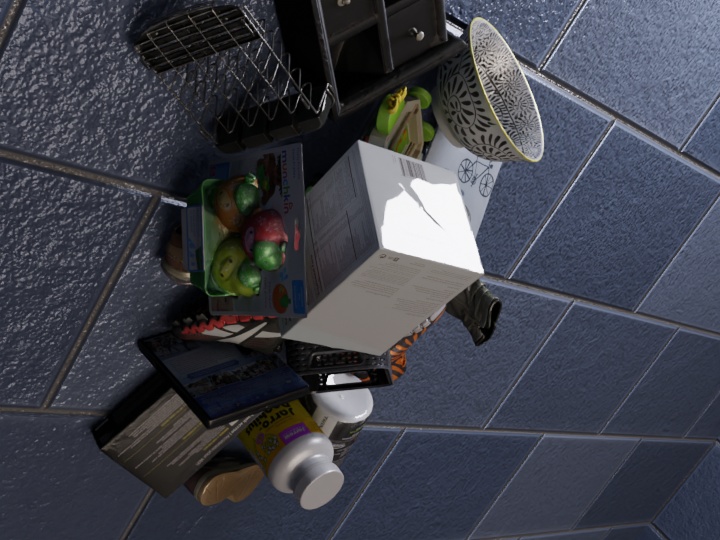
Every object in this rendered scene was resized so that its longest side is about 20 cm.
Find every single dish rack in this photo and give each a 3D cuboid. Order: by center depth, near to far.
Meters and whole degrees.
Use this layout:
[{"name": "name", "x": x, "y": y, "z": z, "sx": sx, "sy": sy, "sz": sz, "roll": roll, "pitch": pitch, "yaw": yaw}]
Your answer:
[{"name": "dish rack", "x": -0.135, "y": -0.208, "z": 1.030, "sx": 0.153, "sy": 0.055, "sz": 0.200, "roll": -13, "pitch": 141, "yaw": 25}]

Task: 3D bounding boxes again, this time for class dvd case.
[{"name": "dvd case", "x": -0.177, "y": 0.123, "z": 1.234, "sx": 0.142, "sy": 0.200, "sz": 0.018, "roll": -16, "pitch": 125, "yaw": -32}]

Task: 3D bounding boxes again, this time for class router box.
[{"name": "router box", "x": -0.246, "y": 0.204, "z": 1.344, "sx": 0.200, "sy": 0.051, "sz": 0.149, "roll": -41, "pitch": 131, "yaw": -4}]

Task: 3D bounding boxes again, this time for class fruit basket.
[{"name": "fruit basket", "x": -0.125, "y": -0.040, "z": 1.078, "sx": 0.094, "sy": 0.200, "sz": 0.186, "roll": -2, "pitch": 91, "yaw": -33}]

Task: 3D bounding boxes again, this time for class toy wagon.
[{"name": "toy wagon", "x": 0.042, "y": -0.158, "z": 1.212, "sx": 0.155, "sy": 0.039, "sz": 0.200, "roll": -62, "pitch": 160, "yaw": -24}]

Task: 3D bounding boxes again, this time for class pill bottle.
[{"name": "pill bottle", "x": -0.108, "y": 0.251, "z": 1.415, "sx": 0.104, "sy": 0.200, "sz": 0.104, "roll": -25, "pitch": 139, "yaw": -24}, {"name": "pill bottle", "x": -0.063, "y": 0.257, "z": 1.529, "sx": 0.106, "sy": 0.106, "sz": 0.200, "roll": -9, "pitch": 139, "yaw": -38}]

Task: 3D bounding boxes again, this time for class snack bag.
[{"name": "snack bag", "x": 0.134, "y": -0.131, "z": 1.386, "sx": 0.188, "sy": 0.021, "sz": 0.200, "roll": 25, "pitch": 84, "yaw": -50}]

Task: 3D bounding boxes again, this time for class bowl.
[{"name": "bowl", "x": 0.153, "y": -0.217, "z": 1.269, "sx": 0.094, "sy": 0.201, "sz": 0.201, "roll": -23, "pitch": 152, "yaw": 28}]

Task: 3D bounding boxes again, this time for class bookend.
[{"name": "bookend", "x": 0.012, "y": -0.306, "z": 1.095, "sx": 0.200, "sy": 0.092, "sz": 0.199, "roll": -31, "pitch": 141, "yaw": -18}]

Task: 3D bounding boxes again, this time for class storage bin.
[{"name": "storage bin", "x": -0.028, "y": 0.110, "z": 1.355, "sx": 0.135, "sy": 0.094, "sz": 0.200, "roll": -6, "pitch": 165, "yaw": 3}]

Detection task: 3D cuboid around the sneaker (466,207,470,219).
[{"name": "sneaker", "x": 0.080, "y": -0.011, "z": 1.315, "sx": 0.201, "sy": 0.076, "sz": 0.115, "roll": -58, "pitch": 174, "yaw": -41}]

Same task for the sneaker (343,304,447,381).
[{"name": "sneaker", "x": 0.062, "y": 0.105, "z": 1.553, "sx": 0.200, "sy": 0.078, "sz": 0.112, "roll": -35, "pitch": 147, "yaw": 5}]

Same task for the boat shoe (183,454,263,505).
[{"name": "boat shoe", "x": -0.211, "y": 0.316, "z": 1.495, "sx": 0.072, "sy": 0.065, "sz": 0.200, "roll": -60, "pitch": 160, "yaw": 6}]

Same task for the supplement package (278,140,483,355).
[{"name": "supplement package", "x": 0.010, "y": -0.020, "z": 1.139, "sx": 0.152, "sy": 0.151, "sz": 0.200, "roll": 13, "pitch": 141, "yaw": -35}]

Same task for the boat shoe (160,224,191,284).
[{"name": "boat shoe", "x": -0.151, "y": -0.036, "z": 1.215, "sx": 0.200, "sy": 0.076, "sz": 0.072, "roll": -15, "pitch": 132, "yaw": -36}]

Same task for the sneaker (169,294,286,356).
[{"name": "sneaker", "x": -0.147, "y": 0.070, "z": 1.245, "sx": 0.200, "sy": 0.071, "sz": 0.098, "roll": -13, "pitch": 120, "yaw": 18}]

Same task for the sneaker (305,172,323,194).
[{"name": "sneaker", "x": 0.001, "y": -0.092, "z": 1.300, "sx": 0.200, "sy": 0.077, "sz": 0.084, "roll": -1, "pitch": 117, "yaw": -52}]

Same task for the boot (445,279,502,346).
[{"name": "boot", "x": 0.178, "y": 0.014, "z": 1.516, "sx": 0.068, "sy": 0.131, "sz": 0.200, "roll": -23, "pitch": 138, "yaw": -26}]
